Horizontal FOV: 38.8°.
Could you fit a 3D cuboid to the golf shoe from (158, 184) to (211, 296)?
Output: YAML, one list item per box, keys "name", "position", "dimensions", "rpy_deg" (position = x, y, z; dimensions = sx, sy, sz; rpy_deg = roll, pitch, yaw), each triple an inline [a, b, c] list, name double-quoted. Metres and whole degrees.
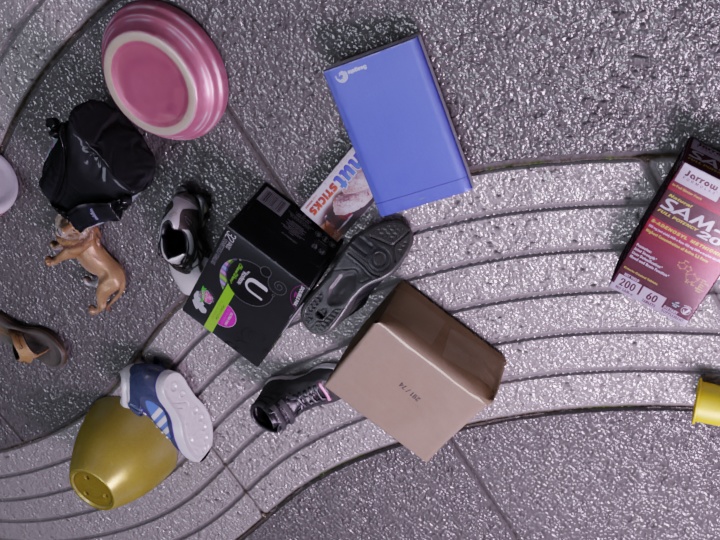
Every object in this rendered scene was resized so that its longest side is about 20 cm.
- name: "golf shoe"
  position: [-0.276, -0.029, 1.553]
  dimensions: [0.076, 0.095, 0.203]
  rpy_deg: [17, 132, 15]

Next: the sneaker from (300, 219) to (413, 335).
- name: "sneaker"
  position: [0.000, 0.000, 1.444]
  dimensions: [0.076, 0.114, 0.200]
  rpy_deg: [41, 105, 0]

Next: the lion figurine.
- name: "lion figurine"
  position: [-0.438, -0.017, 1.676]
  dimensions: [0.121, 0.073, 0.201]
  rpy_deg: [-24, 125, 25]

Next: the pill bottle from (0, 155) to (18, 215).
- name: "pill bottle"
  position: [-0.658, -0.112, 1.683]
  dimensions: [0.198, 0.116, 0.116]
  rpy_deg: [-26, 109, 40]

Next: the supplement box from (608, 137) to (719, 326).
- name: "supplement box"
  position: [0.385, -0.042, 1.201]
  dimensions: [0.107, 0.061, 0.202]
  rpy_deg: [27, 132, 9]

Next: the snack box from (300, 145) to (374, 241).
- name: "snack box"
  position: [-0.003, -0.121, 1.378]
  dimensions: [0.072, 0.024, 0.200]
  rpy_deg: [40, 132, -5]

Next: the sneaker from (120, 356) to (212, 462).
- name: "sneaker"
  position: [-0.355, 0.247, 1.821]
  dimensions: [0.144, 0.081, 0.203]
  rpy_deg: [6, 130, 35]

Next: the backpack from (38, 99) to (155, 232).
- name: "backpack"
  position: [-0.384, -0.143, 1.491]
  dimensions: [0.168, 0.126, 0.199]
  rpy_deg: [53, 143, -3]

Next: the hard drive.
- name: "hard drive"
  position: [0.049, -0.178, 1.280]
  dimensions: [0.130, 0.025, 0.203]
  rpy_deg: [-14, 111, 23]

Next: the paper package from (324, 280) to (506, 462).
- name: "paper package"
  position: [0.078, 0.150, 1.486]
  dimensions: [0.199, 0.104, 0.191]
  rpy_deg: [36, 133, -2]

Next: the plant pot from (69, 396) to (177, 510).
- name: "plant pot"
  position: [-0.462, 0.361, 1.914]
  dimensions: [0.196, 0.143, 0.203]
  rpy_deg: [14, 130, 18]

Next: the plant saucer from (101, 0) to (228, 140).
- name: "plant saucer"
  position: [-0.278, -0.265, 1.404]
  dimensions: [0.197, 0.051, 0.204]
  rpy_deg: [14, 129, 18]

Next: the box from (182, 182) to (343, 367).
- name: "box"
  position: [-0.144, 0.008, 1.487]
  dimensions: [0.147, 0.125, 0.201]
  rpy_deg: [35, 132, 0]

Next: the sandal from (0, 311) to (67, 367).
- name: "sandal"
  position: [-0.631, 0.134, 1.894]
  dimensions: [0.197, 0.055, 0.083]
  rpy_deg: [24, 132, 11]

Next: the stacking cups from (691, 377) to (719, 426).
- name: "stacking cups"
  position: [0.528, 0.183, 1.303]
  dimensions: [0.196, 0.061, 0.061]
  rpy_deg: [8, 128, 17]

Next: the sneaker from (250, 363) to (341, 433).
- name: "sneaker"
  position: [-0.092, 0.209, 1.626]
  dimensions: [0.197, 0.100, 0.072]
  rpy_deg: [-14, 115, 34]
